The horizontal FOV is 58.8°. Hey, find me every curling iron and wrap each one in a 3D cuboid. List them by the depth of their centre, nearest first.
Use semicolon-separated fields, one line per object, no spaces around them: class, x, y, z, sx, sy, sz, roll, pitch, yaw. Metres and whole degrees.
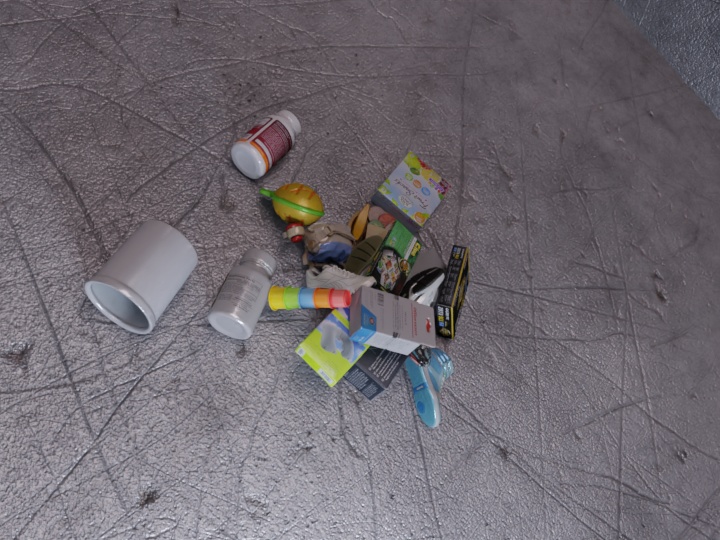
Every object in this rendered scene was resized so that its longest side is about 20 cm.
curling iron;0.095;0.161;1.557;0.199;0.026;0.050;40;93;5

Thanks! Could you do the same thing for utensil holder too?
utensil holder;-0.486;0.011;1.437;0.169;0.170;0.201;32;54;-5

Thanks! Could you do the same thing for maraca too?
maraca;-0.179;-0.179;1.674;0.199;0.108;0.136;26;8;36

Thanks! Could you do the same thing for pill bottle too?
pill bottle;-0.277;0.052;1.532;0.113;0.114;0.202;26;57;-8
pill bottle;-0.253;-0.352;1.751;0.113;0.113;0.200;39;56;0

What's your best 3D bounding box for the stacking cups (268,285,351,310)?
stacking cups;-0.119;0.061;1.509;0.197;0.061;0.061;-4;57;22

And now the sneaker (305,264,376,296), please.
sneaker;-0.055;0.025;1.583;0.075;0.197;0.082;-18;101;-63

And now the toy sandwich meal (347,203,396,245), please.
toy sandwich meal;0.052;-0.097;1.775;0.202;0.070;0.208;10;61;-18

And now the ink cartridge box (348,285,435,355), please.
ink cartridge box;0.075;0.123;1.494;0.198;0.067;0.117;18;51;-22

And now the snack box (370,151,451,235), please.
snack box;0.152;-0.229;1.889;0.168;0.068;0.201;39;58;-1

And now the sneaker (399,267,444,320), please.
sneaker;0.154;0.089;1.636;0.200;0.075;0.116;-42;120;-16

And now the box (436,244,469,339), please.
box;0.252;0.059;1.728;0.049;0.161;0.202;11;56;15

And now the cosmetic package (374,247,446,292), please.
cosmetic package;0.126;0.025;1.725;0.198;0.107;0.091;-22;74;-28

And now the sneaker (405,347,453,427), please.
sneaker;0.199;0.290;1.638;0.129;0.079;0.203;-5;77;-36

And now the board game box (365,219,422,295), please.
board game box;0.089;-0.028;1.641;0.105;0.023;0.201;42;51;-16

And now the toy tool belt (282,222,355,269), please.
toy tool belt;-0.099;-0.056;1.656;0.198;0.124;0.125;0;69;-45

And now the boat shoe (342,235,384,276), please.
boat shoe;0.000;0.000;1.673;0.074;0.068;0.201;32;82;38

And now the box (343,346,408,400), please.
box;0.008;0.192;1.587;0.200;0.107;0.149;41;57;0

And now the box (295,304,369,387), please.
box;-0.043;0.158;1.491;0.122;0.048;0.200;44;57;2

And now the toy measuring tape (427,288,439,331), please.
toy measuring tape;0.167;0.113;1.711;0.073;0.074;0.202;27;62;-8
